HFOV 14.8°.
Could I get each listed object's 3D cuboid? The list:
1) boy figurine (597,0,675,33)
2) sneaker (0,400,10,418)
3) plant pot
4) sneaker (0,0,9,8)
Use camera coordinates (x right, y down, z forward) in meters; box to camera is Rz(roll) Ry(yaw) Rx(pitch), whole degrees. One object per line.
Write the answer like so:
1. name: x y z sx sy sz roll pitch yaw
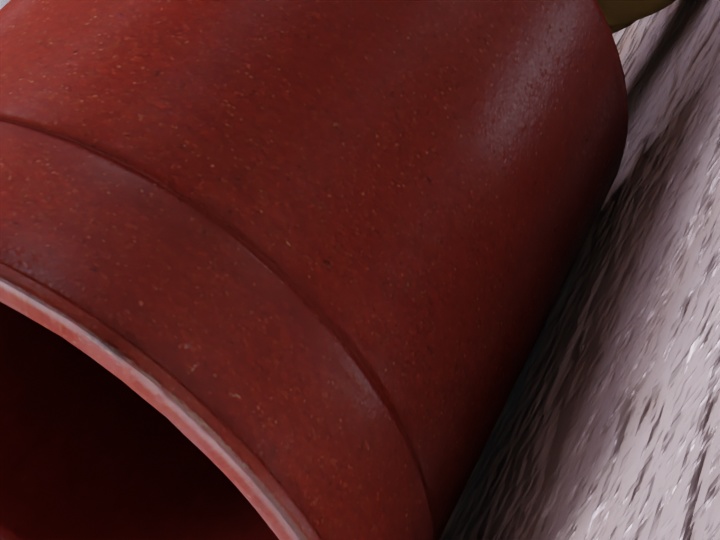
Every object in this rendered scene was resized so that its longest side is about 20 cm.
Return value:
1. boy figurine: 0.014 -0.074 0.806 0.199 0.125 0.065 -29 25 25
2. sneaker: -0.186 0.048 0.724 0.070 0.199 0.109 -1 62 59
3. plant pot: -0.038 0.001 0.689 0.196 0.200 0.201 -54 -1 -36
4. sneaker: -0.105 -0.038 1.002 0.080 0.070 0.202 -10 83 49
